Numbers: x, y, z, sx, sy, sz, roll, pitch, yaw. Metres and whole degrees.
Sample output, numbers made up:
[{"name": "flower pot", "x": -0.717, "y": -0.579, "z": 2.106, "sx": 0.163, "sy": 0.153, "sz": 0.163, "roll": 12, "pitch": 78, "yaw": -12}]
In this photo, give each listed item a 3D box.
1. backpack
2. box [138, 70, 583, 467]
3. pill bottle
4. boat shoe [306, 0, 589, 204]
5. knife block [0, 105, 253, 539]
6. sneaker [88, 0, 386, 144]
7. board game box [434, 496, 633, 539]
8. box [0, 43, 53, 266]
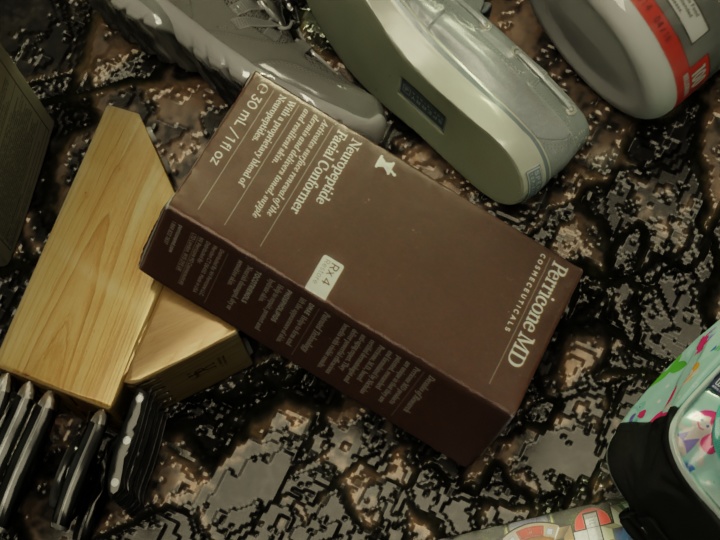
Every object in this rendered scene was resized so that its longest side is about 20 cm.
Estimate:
[{"name": "backpack", "x": 0.240, "y": 0.078, "z": 0.871, "sx": 0.200, "sy": 0.150, "sz": 0.178, "roll": -41, "pitch": 92, "yaw": -26}, {"name": "box", "x": 0.000, "y": 0.000, "z": 0.930, "sx": 0.199, "sy": 0.075, "sz": 0.100, "roll": 31, "pitch": 58, "yaw": -3}, {"name": "pill bottle", "x": 0.194, "y": -0.184, "z": 0.986, "sx": 0.200, "sy": 0.116, "sz": 0.116, "roll": -40, "pitch": 73, "yaw": -8}, {"name": "boat shoe", "x": 0.045, "y": -0.123, "z": 1.013, "sx": 0.071, "sy": 0.070, "sz": 0.201, "roll": -34, "pitch": 71, "yaw": -25}, {"name": "knife block", "x": -0.155, "y": 0.037, "z": 0.973, "sx": 0.175, "sy": 0.064, "sz": 0.201, "roll": -24, "pitch": 72, "yaw": -4}, {"name": "sneaker", "x": -0.061, "y": -0.137, "z": 1.016, "sx": 0.199, "sy": 0.075, "sz": 0.082, "roll": 35, "pitch": 80, "yaw": 16}, {"name": "board game box", "x": 0.093, "y": 0.176, "z": 0.927, "sx": 0.198, "sy": 0.023, "sz": 0.106, "roll": -14, "pitch": 73, "yaw": 1}, {"name": "box", "x": -0.229, "y": -0.080, "z": 0.947, "sx": 0.077, "sy": 0.200, "sz": 0.096, "roll": 13, "pitch": 73, "yaw": 10}]
